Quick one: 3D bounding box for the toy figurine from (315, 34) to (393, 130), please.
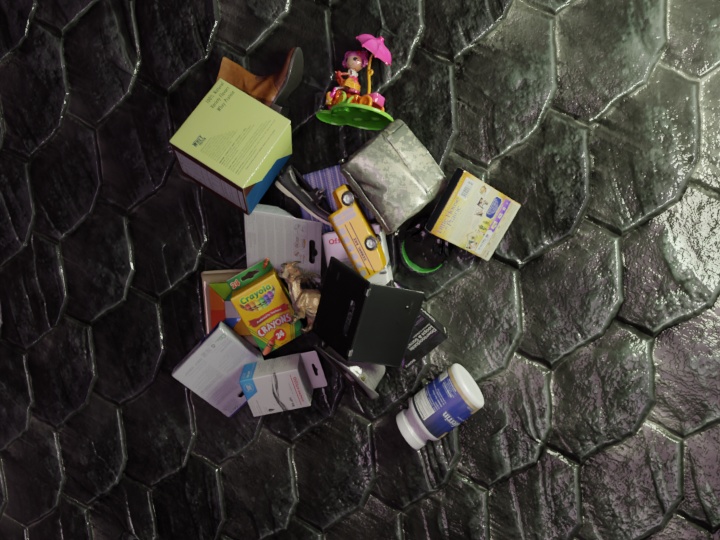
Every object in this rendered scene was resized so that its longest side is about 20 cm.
[{"bbox_3d":[-0.002,-0.433,1.287,0.195,0.148,0.191,8,87,35],"label":"toy figurine"}]

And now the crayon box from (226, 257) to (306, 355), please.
[{"bbox_3d":[-0.231,0.089,1.392,0.124,0.051,0.204,-28,109,3],"label":"crayon box"}]

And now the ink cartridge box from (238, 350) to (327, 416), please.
[{"bbox_3d":[-0.190,0.282,1.421,0.193,0.067,0.119,-13,116,10],"label":"ink cartridge box"}]

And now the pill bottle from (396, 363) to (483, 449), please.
[{"bbox_3d":[0.184,0.324,1.345,0.199,0.116,0.117,-41,89,15],"label":"pill bottle"}]

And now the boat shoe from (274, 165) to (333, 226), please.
[{"bbox_3d":[-0.112,-0.172,1.336,0.198,0.072,0.064,38,100,13],"label":"boat shoe"}]

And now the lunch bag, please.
[{"bbox_3d":[0.064,-0.201,1.248,0.167,0.139,0.202,-40,96,-22],"label":"lunch bag"}]

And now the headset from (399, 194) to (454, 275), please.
[{"bbox_3d":[0.162,-0.079,1.301,0.121,0.094,0.204,29,113,6],"label":"headset"}]

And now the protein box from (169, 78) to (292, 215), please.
[{"bbox_3d":[-0.288,-0.280,1.304,0.196,0.136,0.202,30,70,5],"label":"protein box"}]

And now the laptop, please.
[{"bbox_3d":[0.012,0.094,1.263,0.198,0.114,0.193,33,116,34],"label":"laptop"}]

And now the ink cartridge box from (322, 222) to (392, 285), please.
[{"bbox_3d":[0.000,0.000,1.351,0.141,0.086,0.208,-8,95,12],"label":"ink cartridge box"}]

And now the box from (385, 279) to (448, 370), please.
[{"bbox_3d":[0.090,0.130,1.312,0.199,0.037,0.142,39,114,-24],"label":"box"}]

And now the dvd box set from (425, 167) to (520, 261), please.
[{"bbox_3d":[0.248,-0.118,1.247,0.196,0.029,0.149,19,105,-35],"label":"dvd box set"}]

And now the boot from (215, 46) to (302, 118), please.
[{"bbox_3d":[-0.243,-0.464,1.359,0.196,0.068,0.193,27,110,15],"label":"boot"}]

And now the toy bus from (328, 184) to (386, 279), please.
[{"bbox_3d":[-0.009,-0.086,1.266,0.077,0.065,0.204,-28,92,15],"label":"toy bus"}]

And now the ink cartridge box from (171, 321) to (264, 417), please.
[{"bbox_3d":[-0.349,0.258,1.471,0.199,0.041,0.200,-41,111,15],"label":"ink cartridge box"}]

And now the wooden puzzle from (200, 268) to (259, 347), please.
[{"bbox_3d":[-0.320,0.100,1.459,0.178,0.037,0.208,-3,98,12],"label":"wooden puzzle"}]

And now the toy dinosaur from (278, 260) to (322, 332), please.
[{"bbox_3d":[-0.113,0.074,1.365,0.084,0.199,0.139,-2,59,47],"label":"toy dinosaur"}]

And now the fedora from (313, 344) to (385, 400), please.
[{"bbox_3d":[-0.012,0.213,1.360,0.200,0.176,0.091,46,76,-12],"label":"fedora"}]

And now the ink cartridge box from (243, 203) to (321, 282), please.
[{"bbox_3d":[-0.183,-0.066,1.375,0.192,0.058,0.167,7,121,6],"label":"ink cartridge box"}]

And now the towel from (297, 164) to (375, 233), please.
[{"bbox_3d":[-0.057,-0.175,1.372,0.193,0.024,0.150,-13,92,12],"label":"towel"}]
